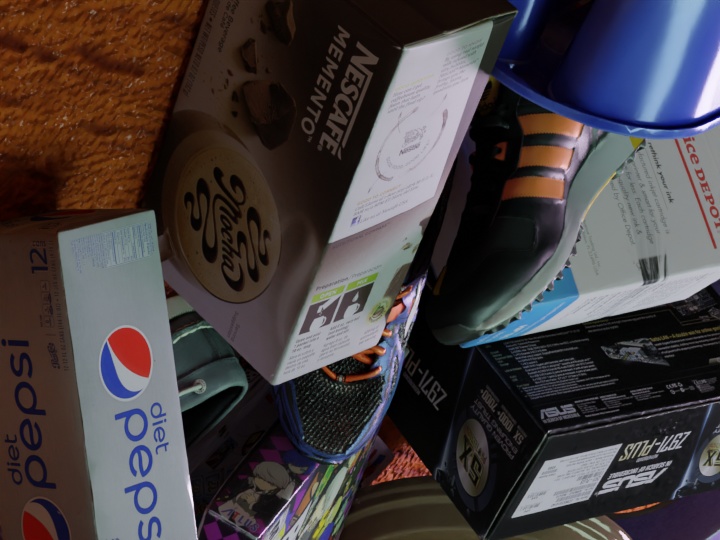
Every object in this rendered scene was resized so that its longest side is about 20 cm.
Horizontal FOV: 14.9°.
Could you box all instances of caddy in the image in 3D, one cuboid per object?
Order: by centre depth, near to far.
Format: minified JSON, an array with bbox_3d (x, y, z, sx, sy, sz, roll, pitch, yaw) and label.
[{"bbox_3d":[0.132,-0.128,1.296,0.199,0.141,0.105,-24,144,-47],"label":"caddy"}]

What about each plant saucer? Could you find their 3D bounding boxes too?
[{"bbox_3d":[0.066,0.180,1.606,0.201,0.198,0.030,88,9,-56],"label":"plant saucer"}]

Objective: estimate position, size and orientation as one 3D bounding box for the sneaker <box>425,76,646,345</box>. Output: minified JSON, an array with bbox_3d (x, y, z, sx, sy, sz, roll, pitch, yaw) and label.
[{"bbox_3d":[0.073,-0.055,1.355,0.070,0.090,0.200,-15,-148,55],"label":"sneaker"}]

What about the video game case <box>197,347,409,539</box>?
[{"bbox_3d":[-0.050,0.151,1.473,0.181,0.036,0.201,-49,163,-49],"label":"video game case"}]

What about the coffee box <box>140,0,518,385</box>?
[{"bbox_3d":[-0.021,-0.064,1.270,0.080,0.113,0.201,-21,144,-43],"label":"coffee box"}]

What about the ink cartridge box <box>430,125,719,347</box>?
[{"bbox_3d":[0.129,-0.037,1.475,0.199,0.117,0.068,-10,165,-33],"label":"ink cartridge box"}]

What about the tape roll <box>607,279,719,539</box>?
[{"bbox_3d":[0.164,0.094,1.677,0.200,0.200,0.085,-46,153,-3],"label":"tape roll"}]

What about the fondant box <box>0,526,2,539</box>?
[{"bbox_3d":[-0.159,0.180,1.299,0.199,0.145,0.058,3,130,-34],"label":"fondant box"}]

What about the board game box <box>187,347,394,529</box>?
[{"bbox_3d":[-0.058,0.112,1.548,0.126,0.035,0.200,-45,154,-4],"label":"board game box"}]

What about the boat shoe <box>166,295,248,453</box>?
[{"bbox_3d":[-0.131,0.106,1.395,0.200,0.062,0.073,-51,157,10],"label":"boat shoe"}]

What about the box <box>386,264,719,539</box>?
[{"bbox_3d":[0.112,0.050,1.539,0.199,0.164,0.086,-9,139,-40],"label":"box"}]

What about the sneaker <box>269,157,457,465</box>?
[{"bbox_3d":[0.000,0.000,1.371,0.078,0.075,0.201,-120,-137,-81],"label":"sneaker"}]

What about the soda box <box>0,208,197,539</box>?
[{"bbox_3d":[-0.123,0.075,1.239,0.063,0.068,0.202,-16,102,-47],"label":"soda box"}]
